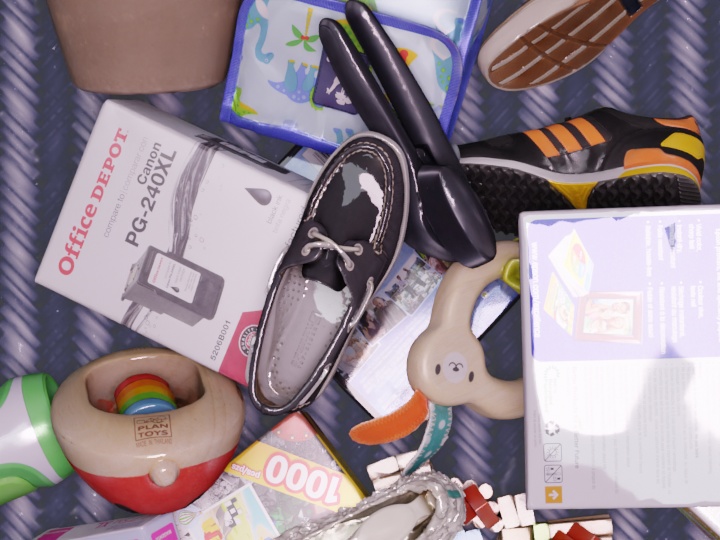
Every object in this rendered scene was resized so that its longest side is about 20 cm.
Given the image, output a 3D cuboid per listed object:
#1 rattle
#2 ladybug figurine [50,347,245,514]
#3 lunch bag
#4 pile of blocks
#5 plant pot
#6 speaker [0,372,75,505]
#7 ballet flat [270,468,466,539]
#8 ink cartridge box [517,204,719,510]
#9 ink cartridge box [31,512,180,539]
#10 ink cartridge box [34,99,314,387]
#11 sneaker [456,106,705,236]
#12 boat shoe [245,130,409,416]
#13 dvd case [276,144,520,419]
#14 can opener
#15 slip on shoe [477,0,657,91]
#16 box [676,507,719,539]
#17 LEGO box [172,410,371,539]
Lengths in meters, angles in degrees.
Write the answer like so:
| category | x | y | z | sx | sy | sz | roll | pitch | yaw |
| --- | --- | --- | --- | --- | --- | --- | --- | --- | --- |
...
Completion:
| category | x | y | z | sx | sy | sz | roll | pitch | yaw |
| --- | --- | --- | --- | --- | --- | --- | --- | --- | --- |
| rattle | 0.103 | 0.064 | 1.342 | 0.199 | 0.142 | 0.131 | -35 | 122 | -30 |
| ladybug figurine | -0.147 | 0.114 | 1.359 | 0.134 | 0.200 | 0.073 | -5 | 108 | -7 |
| lunch bag | 0.003 | -0.179 | 1.403 | 0.168 | 0.127 | 0.202 | 17 | 87 | 7 |
| pile of blocks | 0.092 | 0.187 | 1.394 | 0.198 | 0.062 | 0.083 | 20 | 86 | 5 |
| plant pot | -0.158 | -0.220 | 1.400 | 0.198 | 0.200 | 0.177 | 0 | 103 | 3 |
| speaker | -0.304 | 0.145 | 1.409 | 0.198 | 0.088 | 0.089 | -22 | 84 | 1 |
| ballet flat | -0.019 | 0.195 | 1.321 | 0.199 | 0.072 | 0.072 | -33 | 84 | 0 |
| ink cartridge box | 0.205 | 0.057 | 1.291 | 0.198 | 0.047 | 0.200 | -1 | 91 | 5 |
| ink cartridge box | -0.155 | 0.274 | 1.367 | 0.119 | 0.042 | 0.202 | -14 | 99 | 34 |
| ink cartridge box | -0.114 | -0.018 | 1.396 | 0.199 | 0.083 | 0.146 | 25 | 99 | 9 |
| sneaker | 0.153 | -0.079 | 1.423 | 0.198 | 0.070 | 0.091 | 3 | 48 | 17 |
| boat shoe | -0.025 | 0.004 | 1.303 | 0.073 | 0.060 | 0.201 | 27 | 102 | 7 |
| dvd case | 0.000 | 0.000 | 1.440 | 0.200 | 0.018 | 0.143 | 44 | 89 | 6 |
| can opener | 0.035 | -0.093 | 1.336 | 0.063 | 0.078 | 0.201 | -33 | 98 | -41 |
| slip on shoe | 0.165 | -0.208 | 1.430 | 0.199 | 0.076 | 0.061 | -37 | 53 | 4 |
| box | 0.249 | 0.120 | 1.367 | 0.200 | 0.113 | 0.101 | 43 | 88 | 7 |
| LEGO box | -0.039 | 0.223 | 1.391 | 0.149 | 0.077 | 0.201 | -38 | 84 | -1 |
